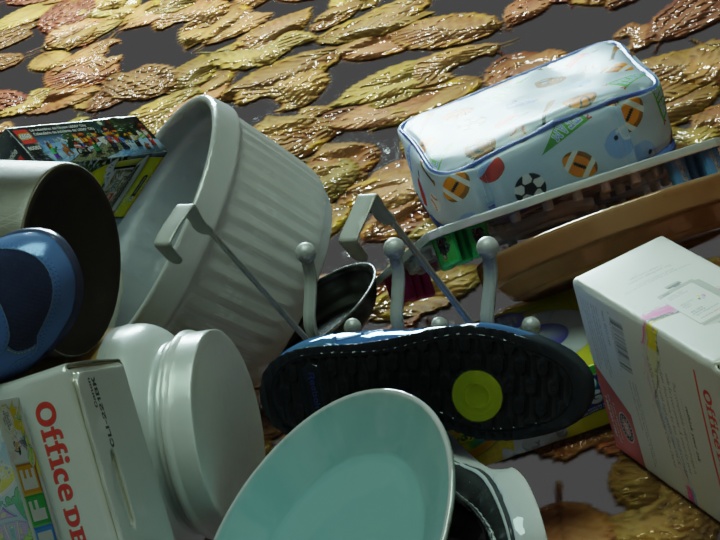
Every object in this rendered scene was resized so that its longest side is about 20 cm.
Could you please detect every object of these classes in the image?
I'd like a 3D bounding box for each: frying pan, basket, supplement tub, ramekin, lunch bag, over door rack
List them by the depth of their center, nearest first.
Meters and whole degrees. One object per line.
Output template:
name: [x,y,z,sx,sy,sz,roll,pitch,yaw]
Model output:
over door rack: [0.000,0.000,1.454,0.147,0.200,0.067,-2,64,36]
basket: [-0.254,-0.004,1.461,0.199,0.137,0.180,-2,20,24]
supplement tub: [-0.170,0.111,1.488,0.199,0.145,0.145,-10,25,17]
ramekin: [-0.103,-0.004,1.647,0.200,0.105,0.201,-51,22,31]
frying pan: [-0.060,0.048,1.691,0.189,0.031,0.115,-23,22,40]
lunch bag: [0.132,-0.099,1.826,0.199,0.076,0.160,-20,22,-4]

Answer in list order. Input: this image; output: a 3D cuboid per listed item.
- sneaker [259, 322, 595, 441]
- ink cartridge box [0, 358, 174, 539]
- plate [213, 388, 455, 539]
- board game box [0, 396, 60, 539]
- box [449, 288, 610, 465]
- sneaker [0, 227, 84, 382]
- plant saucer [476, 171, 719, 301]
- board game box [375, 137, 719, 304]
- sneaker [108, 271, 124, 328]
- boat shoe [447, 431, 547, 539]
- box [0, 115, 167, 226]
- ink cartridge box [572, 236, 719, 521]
sneaker: [0.043,0.060,1.420,0.199,0.066,0.078,-3,6,22]
ink cartridge box: [-0.213,0.146,1.384,0.199,0.145,0.084,-18,-3,17]
plate: [-0.016,0.158,1.338,0.200,0.026,0.201,-34,37,31]
board game box: [-0.258,0.162,1.336,0.199,0.135,0.034,-19,-5,17]
box: [0.125,0.058,1.523,0.199,0.049,0.117,-17,23,-3]
sneaker: [-0.241,0.040,1.343,0.199,0.074,0.082,-27,-5,14]
plant saucer: [0.171,-0.020,1.552,0.199,0.033,0.200,-18,-5,-2]
board game box: [0.121,-0.028,1.610,0.199,0.026,0.200,-18,-5,-12]
sneaker: [-0.234,0.063,1.598,0.200,0.084,0.075,-51,21,14]
boat shoe: [0.043,0.135,1.367,0.067,0.072,0.200,-9,18,-18]
box: [-0.228,-0.013,1.639,0.038,0.200,0.136,46,27,19]
ink cartridge box: [0.202,0.070,1.357,0.067,0.117,0.200,-24,25,-15]
